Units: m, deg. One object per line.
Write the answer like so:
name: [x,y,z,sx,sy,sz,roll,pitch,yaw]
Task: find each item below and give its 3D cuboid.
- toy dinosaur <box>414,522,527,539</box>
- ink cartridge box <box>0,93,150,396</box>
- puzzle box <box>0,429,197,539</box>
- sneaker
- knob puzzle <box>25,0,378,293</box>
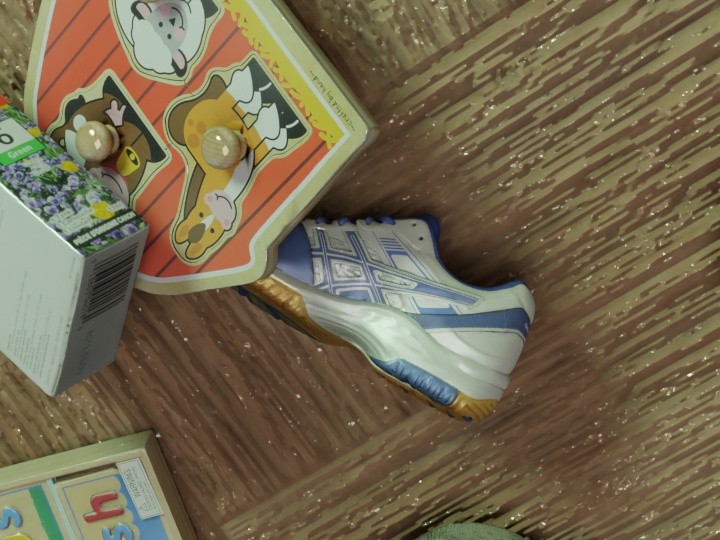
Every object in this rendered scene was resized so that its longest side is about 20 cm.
toy dinosaur: [0.075,0.187,0.973,0.200,0.077,0.102,21,100,3]
ink cartridge box: [-0.204,-0.038,0.886,0.200,0.050,0.109,40,135,19]
puzzle box: [-0.155,0.202,1.016,0.133,0.025,0.200,-15,109,12]
sneaker: [0.000,0.000,0.909,0.200,0.075,0.088,30,82,2]
knob puzzle: [-0.110,-0.074,0.857,0.219,0.030,0.220,7,104,31]
